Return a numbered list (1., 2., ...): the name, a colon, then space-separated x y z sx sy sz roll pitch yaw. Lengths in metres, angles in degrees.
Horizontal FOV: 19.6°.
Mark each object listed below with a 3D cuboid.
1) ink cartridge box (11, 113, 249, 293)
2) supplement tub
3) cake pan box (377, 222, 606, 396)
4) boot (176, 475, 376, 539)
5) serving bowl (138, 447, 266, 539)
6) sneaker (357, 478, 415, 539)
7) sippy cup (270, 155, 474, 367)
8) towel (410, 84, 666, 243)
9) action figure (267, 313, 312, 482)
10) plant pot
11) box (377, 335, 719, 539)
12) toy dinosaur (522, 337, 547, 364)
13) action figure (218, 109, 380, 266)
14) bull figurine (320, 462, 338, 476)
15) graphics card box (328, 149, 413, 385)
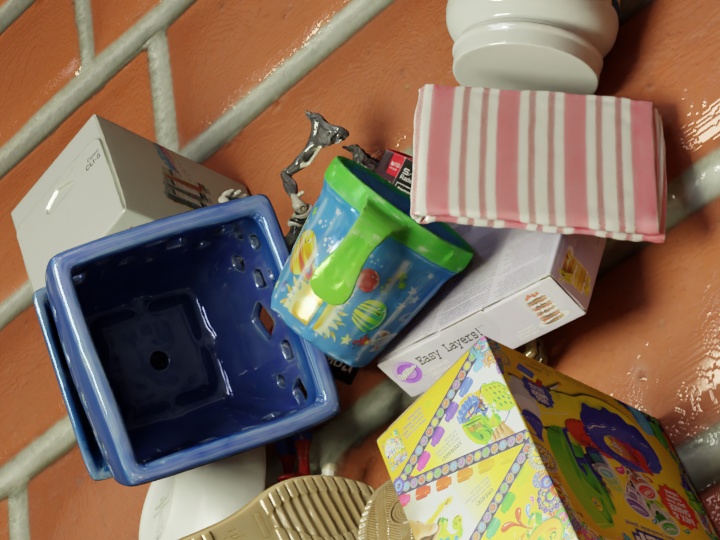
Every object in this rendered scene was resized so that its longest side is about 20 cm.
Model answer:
1. ink cartridge box: -0.207 -0.024 1.996 0.145 0.199 0.145 -47 41 22
2. supplement tub: 0.148 -0.251 1.742 0.144 0.144 0.202 -13 62 45
3. cake pan box: 0.112 -0.004 1.680 0.199 0.052 0.185 -29 24 36
4. boot: -0.085 0.234 1.696 0.167 0.199 0.073 119 134 -62
5. serving bowl: -0.153 0.222 1.865 0.200 0.065 0.201 129 150 -46
6. sneaker: 0.057 0.248 1.569 0.070 0.109 0.201 -27 34 11
7. sippy cup: 0.000 0.000 1.653 0.131 0.177 0.140 -55 48 7
8. towel: 0.138 -0.082 1.622 0.030 0.198 0.147 93 -178 -46
9. action figure: -0.072 0.107 1.887 0.066 0.051 0.201 124 150 -53
10. plant pot: -0.158 0.067 1.753 0.180 0.199 0.201 -25 84 67
11. box: 0.144 0.181 1.476 0.122 0.199 0.193 -45 43 23
12. toy dinosaur: 0.132 0.101 1.666 0.199 0.058 0.102 -14 73 38
13. action figure: -0.066 -0.038 1.901 0.201 0.119 0.102 -57 22 -5
14. bull figurine: -0.029 0.243 1.758 0.200 0.065 0.122 -40 41 26
15. graphics card box: 0.008 -0.006 1.818 0.201 0.051 0.125 -65 10 4
